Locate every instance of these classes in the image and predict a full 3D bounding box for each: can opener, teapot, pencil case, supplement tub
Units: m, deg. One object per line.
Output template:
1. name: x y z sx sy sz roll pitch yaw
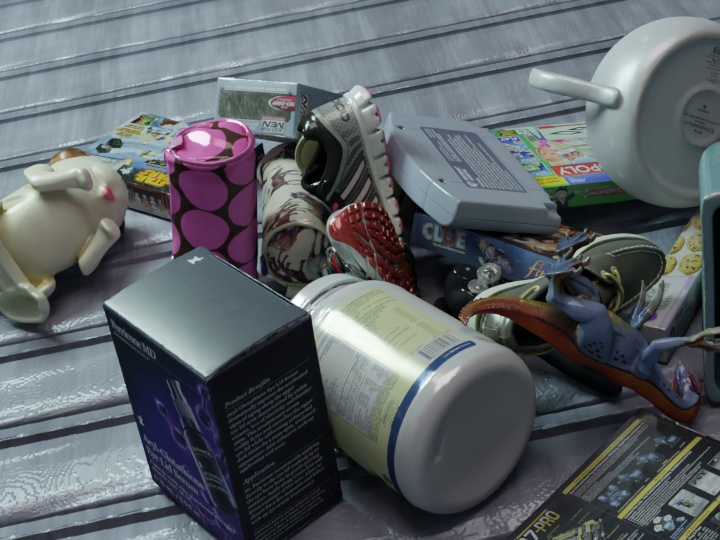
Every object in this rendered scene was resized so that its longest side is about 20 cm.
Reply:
1. can opener: 0.158 0.052 1.249 0.199 0.079 0.063 24 54 24
2. teapot: 0.291 -0.161 1.374 0.197 0.201 0.146 -37 27 -13
3. pencil case: -0.148 -0.054 1.362 0.093 0.201 0.091 6 41 2
4. pencil case: -0.069 -0.058 1.448 0.077 0.090 0.200 17 28 -15
5. supplement tub: 0.030 0.095 1.150 0.145 0.146 0.200 -31 39 -28

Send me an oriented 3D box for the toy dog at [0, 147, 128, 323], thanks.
1. toy dog: -0.327 -0.043 1.476 0.200 0.140 0.194 -42 9 -36

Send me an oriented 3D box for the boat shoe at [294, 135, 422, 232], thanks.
1. boat shoe: 0.031 -0.100 1.445 0.199 0.075 0.068 28 24 -4

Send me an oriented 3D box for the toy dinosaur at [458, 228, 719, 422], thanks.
1. toy dinosaur: 0.205 0.059 1.135 0.199 0.182 0.105 -23 18 11

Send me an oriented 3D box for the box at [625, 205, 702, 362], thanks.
1. box: 0.302 0.009 1.297 0.041 0.039 0.200 12 40 30

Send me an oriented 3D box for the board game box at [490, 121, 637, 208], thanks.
1. board game box: 0.234 -0.114 1.466 0.199 0.029 0.135 -7 32 -17

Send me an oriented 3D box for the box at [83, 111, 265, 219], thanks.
1. box: -0.228 -0.122 1.620 0.199 0.040 0.137 17 42 33

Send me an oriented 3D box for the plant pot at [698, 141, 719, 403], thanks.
1. plant pot: 0.385 -0.025 1.205 0.195 0.197 0.200 -4 27 9

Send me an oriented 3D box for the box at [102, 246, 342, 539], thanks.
1. box: -0.108 0.106 1.120 0.104 0.201 0.148 -32 40 -29

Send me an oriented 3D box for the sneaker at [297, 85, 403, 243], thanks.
1. sneaker: -0.013 -0.078 1.363 0.087 0.201 0.074 -15 25 -8

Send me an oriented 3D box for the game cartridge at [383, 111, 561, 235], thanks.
1. game cartridge: 0.097 -0.096 1.359 0.132 0.041 0.200 8 27 -24

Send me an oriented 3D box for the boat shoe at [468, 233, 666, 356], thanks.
1. boat shoe: 0.188 0.023 1.185 0.201 0.072 0.060 -21 18 -24

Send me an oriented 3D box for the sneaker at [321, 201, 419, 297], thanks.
1. sneaker: 0.000 0.000 1.282 0.082 0.200 0.078 -12 67 10

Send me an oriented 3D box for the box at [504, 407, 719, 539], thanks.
1. box: 0.221 0.199 1.038 0.161 0.049 0.200 23 45 37

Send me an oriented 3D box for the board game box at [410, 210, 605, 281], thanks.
1. board game box: 0.166 -0.021 1.335 0.199 0.035 0.135 21 21 37

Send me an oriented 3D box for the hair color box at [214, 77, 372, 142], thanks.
1. hair color box: -0.071 -0.172 1.547 0.098 0.061 0.200 7 4 23
